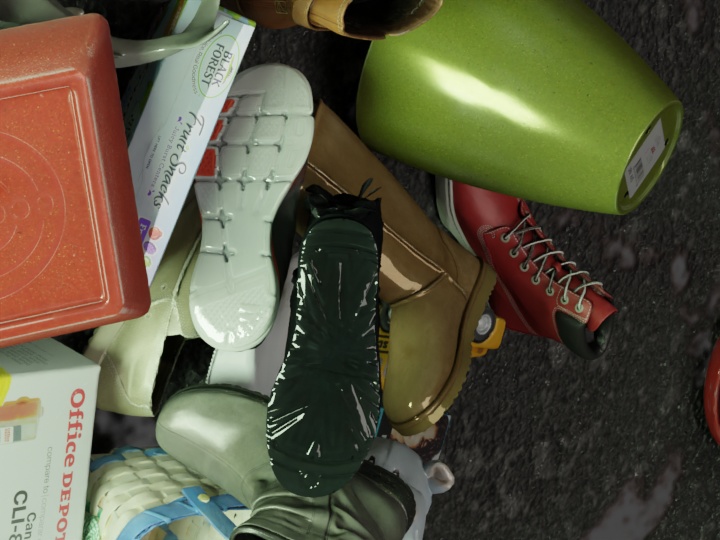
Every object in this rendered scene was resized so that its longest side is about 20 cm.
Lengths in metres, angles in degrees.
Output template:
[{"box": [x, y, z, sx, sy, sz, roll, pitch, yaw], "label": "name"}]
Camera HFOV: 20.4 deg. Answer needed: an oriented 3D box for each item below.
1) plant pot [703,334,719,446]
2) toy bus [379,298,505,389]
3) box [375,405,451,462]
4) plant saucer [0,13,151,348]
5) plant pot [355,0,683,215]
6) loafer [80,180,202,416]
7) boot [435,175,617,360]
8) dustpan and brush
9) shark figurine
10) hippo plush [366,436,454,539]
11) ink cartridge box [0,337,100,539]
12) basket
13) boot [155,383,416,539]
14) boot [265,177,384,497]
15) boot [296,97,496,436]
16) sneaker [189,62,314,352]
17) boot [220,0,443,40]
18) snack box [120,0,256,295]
[{"box": [0.447, 0.116, 1.944, 0.200, 0.182, 0.202, -20, 120, -38], "label": "plant pot"}, {"box": [0.025, 0.052, 1.584, 0.199, 0.065, 0.079, 8, 100, -46], "label": "toy bus"}, {"box": [-0.019, 0.139, 1.588, 0.199, 0.049, 0.083, 9, 100, -46], "label": "box"}, {"box": [-0.228, -0.035, 1.174, 0.198, 0.037, 0.201, -12, 118, -13], "label": "plant saucer"}, {"box": [0.130, -0.127, 1.479, 0.187, 0.199, 0.188, -46, 155, -29], "label": "plant pot"}, {"box": [-0.126, 0.017, 1.403, 0.201, 0.068, 0.076, -59, 172, 1], "label": "loafer"}, {"box": [0.142, -0.020, 1.615, 0.072, 0.144, 0.201, -40, 129, -24], "label": "boot"}, {"box": [-0.094, 0.087, 1.468, 0.140, 0.057, 0.202, -35, 134, -76], "label": "dustpan and brush"}, {"box": [-0.190, -0.159, 1.208, 0.129, 0.214, 0.090, -60, 177, 12], "label": "shark figurine"}, {"box": [0.021, 0.213, 1.473, 0.200, 0.158, 0.162, -44, 156, -71], "label": "hippo plush"}, {"box": [-0.276, 0.125, 1.302, 0.199, 0.083, 0.146, -5, 110, -44], "label": "ink cartridge box"}, {"box": [-0.128, 0.230, 1.395, 0.139, 0.200, 0.177, -8, 125, -44], "label": "basket"}, {"box": [-0.061, 0.149, 1.329, 0.131, 0.199, 0.068, -49, 161, -66], "label": "boot"}, {"box": [-0.020, 0.039, 1.354, 0.073, 0.162, 0.200, 6, 98, -1], "label": "boot"}, {"box": [0.000, 0.000, 1.474, 0.200, 0.066, 0.176, 42, 47, -24], "label": "boot"}, {"box": [-0.076, -0.040, 1.356, 0.082, 0.076, 0.202, 69, 32, -77], "label": "sneaker"}, {"box": [0.004, -0.215, 1.390, 0.199, 0.155, 0.077, -21, 120, -38], "label": "boot"}, {"box": [-0.139, -0.077, 1.313, 0.053, 0.142, 0.201, 22, 90, -16], "label": "snack box"}]
